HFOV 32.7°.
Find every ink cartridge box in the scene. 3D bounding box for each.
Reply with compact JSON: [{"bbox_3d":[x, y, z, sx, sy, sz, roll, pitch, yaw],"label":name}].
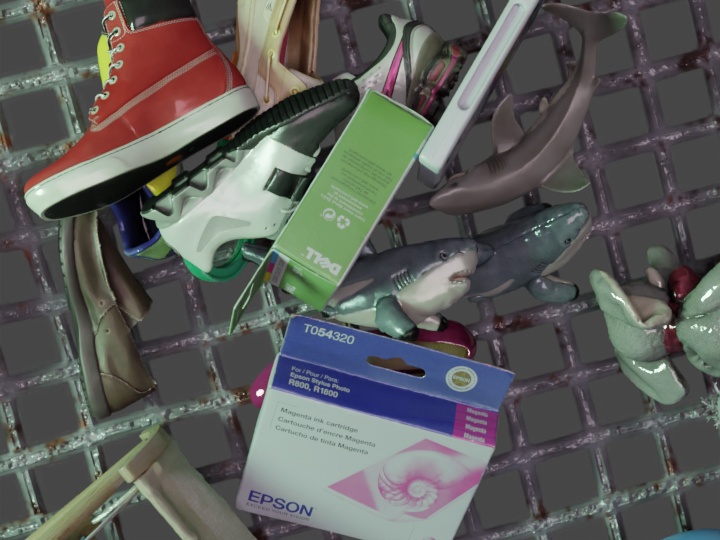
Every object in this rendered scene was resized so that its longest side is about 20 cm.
[{"bbox_3d":[0.008,0.147,1.043,0.196,0.043,0.200,15,125,-4],"label":"ink cartridge box"},{"bbox_3d":[-0.024,-0.030,0.940,0.059,0.104,0.200,31,75,-1],"label":"ink cartridge box"}]

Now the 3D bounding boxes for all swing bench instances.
[{"bbox_3d":[-0.171,0.264,1.014,0.200,0.130,0.199,-42,96,-21],"label":"swing bench"}]

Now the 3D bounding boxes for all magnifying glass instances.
[{"bbox_3d":[-0.112,-0.089,1.053,0.022,0.080,0.200,3,83,37],"label":"magnifying glass"}]

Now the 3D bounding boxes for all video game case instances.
[{"bbox_3d":[0.098,-0.155,0.987,0.023,0.200,0.182,30,91,3],"label":"video game case"}]

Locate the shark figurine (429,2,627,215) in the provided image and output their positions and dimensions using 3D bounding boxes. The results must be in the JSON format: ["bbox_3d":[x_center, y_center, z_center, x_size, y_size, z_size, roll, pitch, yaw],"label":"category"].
[{"bbox_3d":[0.167,-0.113,1.014,0.128,0.090,0.215,16,116,-45],"label":"shark figurine"}]

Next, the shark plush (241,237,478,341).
[{"bbox_3d":[0.000,0.000,1.021,0.200,0.091,0.083,12,98,33],"label":"shark plush"}]

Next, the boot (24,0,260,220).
[{"bbox_3d":[-0.200,-0.139,0.974,0.200,0.072,0.144,-33,87,-17],"label":"boot"}]

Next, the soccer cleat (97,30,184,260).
[{"bbox_3d":[-0.188,-0.106,1.027,0.065,0.084,0.200,-8,98,34],"label":"soccer cleat"}]

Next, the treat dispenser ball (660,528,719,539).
[{"bbox_3d":[0.304,0.322,1.042,0.201,0.201,0.201,0,95,-4],"label":"treat dispenser ball"}]

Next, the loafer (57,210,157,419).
[{"bbox_3d":[-0.216,0.024,1.054,0.071,0.073,0.200,-10,100,-13],"label":"loafer"}]

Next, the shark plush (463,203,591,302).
[{"bbox_3d":[0.098,-0.018,1.053,0.200,0.083,0.091,-5,76,11],"label":"shark plush"}]

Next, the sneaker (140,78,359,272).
[{"bbox_3d":[-0.071,-0.075,0.988,0.200,0.074,0.089,-35,108,10],"label":"sneaker"}]

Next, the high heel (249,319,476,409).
[{"bbox_3d":[0.000,0.083,1.053,0.200,0.096,0.067,-21,96,-2],"label":"high heel"}]

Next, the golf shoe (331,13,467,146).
[{"bbox_3d":[0.006,-0.123,1.052,0.092,0.073,0.200,31,87,0],"label":"golf shoe"}]

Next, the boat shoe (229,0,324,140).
[{"bbox_3d":[-0.064,-0.158,1.032,0.069,0.074,0.200,2,95,29],"label":"boat shoe"}]

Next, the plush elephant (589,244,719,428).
[{"bbox_3d":[0.283,0.036,1.052,0.155,0.165,0.200,19,58,28],"label":"plush elephant"}]
